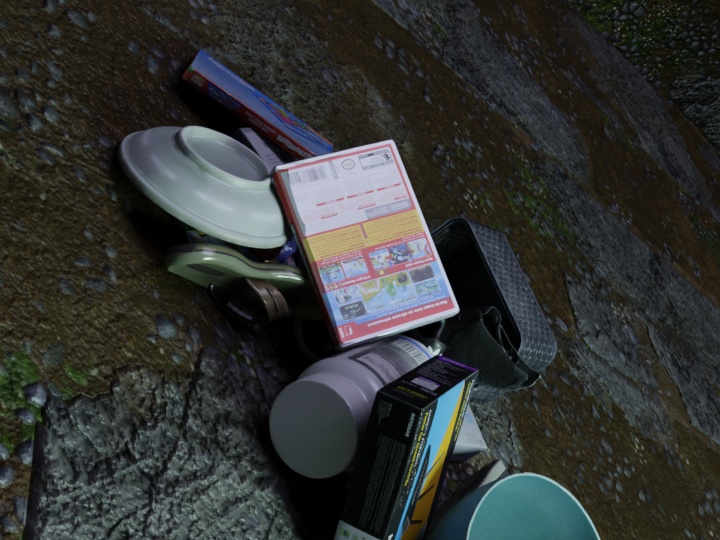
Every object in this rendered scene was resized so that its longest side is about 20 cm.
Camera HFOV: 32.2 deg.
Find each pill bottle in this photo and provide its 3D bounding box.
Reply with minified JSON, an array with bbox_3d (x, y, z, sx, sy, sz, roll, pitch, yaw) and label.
[{"bbox_3d":[-0.002,0.135,1.243,0.114,0.114,0.200,58,26,8],"label":"pill bottle"}]

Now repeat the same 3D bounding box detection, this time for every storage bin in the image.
[{"bbox_3d":[0.138,0.050,1.553,0.094,0.135,0.200,14,47,-53],"label":"storage bin"}]

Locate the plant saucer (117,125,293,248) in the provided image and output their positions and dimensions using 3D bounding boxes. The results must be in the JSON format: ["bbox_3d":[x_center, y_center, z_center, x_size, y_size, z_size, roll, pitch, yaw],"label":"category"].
[{"bbox_3d":[-0.148,-0.100,1.279,0.200,0.050,0.200,27,21,-11],"label":"plant saucer"}]

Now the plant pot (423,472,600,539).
[{"bbox_3d":[0.126,0.305,1.200,0.200,0.135,0.201,16,64,-36],"label":"plant pot"}]

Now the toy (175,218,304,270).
[{"bbox_3d":[-0.114,-0.041,1.342,0.200,0.047,0.115,18,44,-50],"label":"toy"}]

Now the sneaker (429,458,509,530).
[{"bbox_3d":[0.145,0.281,1.354,0.106,0.075,0.200,54,25,5],"label":"sneaker"}]

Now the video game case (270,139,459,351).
[{"bbox_3d":[0.005,-0.030,1.284,0.143,0.017,0.200,-15,77,-25],"label":"video game case"}]

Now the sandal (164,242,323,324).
[{"bbox_3d":[-0.114,0.024,1.249,0.201,0.080,0.058,19,60,-41],"label":"sandal"}]

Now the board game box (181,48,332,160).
[{"bbox_3d":[-0.118,-0.188,1.477,0.200,0.019,0.103,35,18,-12],"label":"board game box"}]

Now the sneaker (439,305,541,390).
[{"bbox_3d":[0.121,0.065,1.452,0.060,0.104,0.200,12,48,-53],"label":"sneaker"}]

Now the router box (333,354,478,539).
[{"bbox_3d":[0.039,0.190,1.163,0.051,0.201,0.149,22,18,20],"label":"router box"}]

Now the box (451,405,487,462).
[{"bbox_3d":[0.057,0.121,1.441,0.156,0.041,0.200,15,45,-51],"label":"box"}]

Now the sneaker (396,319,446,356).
[{"bbox_3d":[0.056,0.039,1.401,0.071,0.080,0.200,32,31,-36],"label":"sneaker"}]

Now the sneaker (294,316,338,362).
[{"bbox_3d":[0.000,0.000,1.341,0.073,0.112,0.200,34,56,-14],"label":"sneaker"}]

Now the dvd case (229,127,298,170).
[{"bbox_3d":[-0.067,-0.085,1.475,0.200,0.025,0.150,54,16,2],"label":"dvd case"}]
